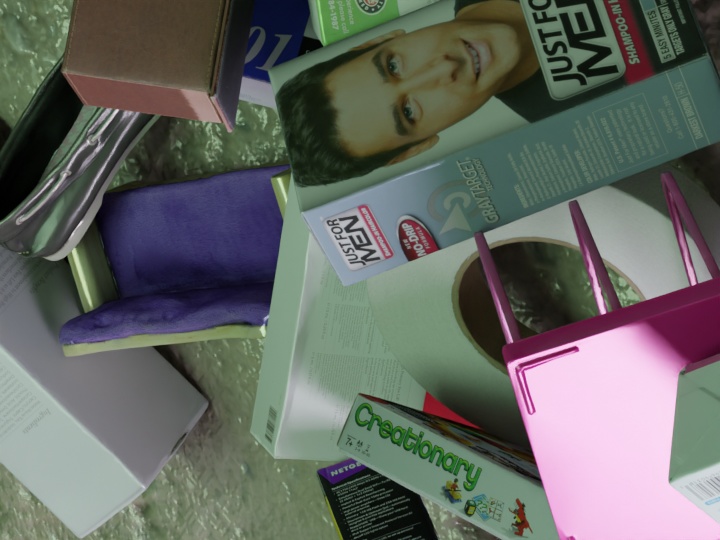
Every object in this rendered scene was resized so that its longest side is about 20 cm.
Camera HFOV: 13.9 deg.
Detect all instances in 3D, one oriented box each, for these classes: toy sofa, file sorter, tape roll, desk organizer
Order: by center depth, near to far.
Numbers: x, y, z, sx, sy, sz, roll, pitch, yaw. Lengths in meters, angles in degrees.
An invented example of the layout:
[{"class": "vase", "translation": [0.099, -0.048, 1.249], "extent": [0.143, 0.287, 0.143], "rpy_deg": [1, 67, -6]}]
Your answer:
[{"class": "file sorter", "translation": [0.165, 0.027, 1.356], "extent": [0.125, 0.200, 0.139], "rpy_deg": [-106, -2, -54]}, {"class": "desk organizer", "translation": [-0.087, -0.177, 1.447], "extent": [0.077, 0.072, 0.200], "rpy_deg": [8, 80, 6]}, {"class": "tape roll", "translation": [0.103, 0.013, 1.488], "extent": [0.202, 0.037, 0.203], "rpy_deg": [13, 135, 13]}, {"class": "toy sofa", "translation": [-0.090, -0.010, 1.675], "extent": [0.200, 0.098, 0.083], "rpy_deg": [-6, 103, 45]}]

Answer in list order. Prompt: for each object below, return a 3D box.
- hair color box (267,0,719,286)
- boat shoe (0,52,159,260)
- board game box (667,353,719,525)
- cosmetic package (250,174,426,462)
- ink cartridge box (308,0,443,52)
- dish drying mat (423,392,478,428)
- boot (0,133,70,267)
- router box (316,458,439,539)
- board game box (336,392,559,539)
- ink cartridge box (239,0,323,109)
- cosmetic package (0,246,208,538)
[{"class": "hair color box", "translation": [0.065, -0.079, 1.386], "extent": [0.061, 0.200, 0.099], "rpy_deg": [59, -168, -47]}, {"class": "boat shoe", "translation": [-0.154, -0.095, 1.676], "extent": [0.067, 0.057, 0.200], "rpy_deg": [41, 107, 43]}, {"class": "board game box", "translation": [0.251, 0.093, 1.272], "extent": [0.147, 0.064, 0.200], "rpy_deg": [-23, 132, 35]}, {"class": "cosmetic package", "translation": [0.000, 0.000, 1.569], "extent": [0.051, 0.082, 0.200], "rpy_deg": [-141, 59, -67]}, {"class": "ink cartridge box", "translation": [0.068, -0.184, 1.435], "extent": [0.067, 0.200, 0.117], "rpy_deg": [-113, 14, -75]}, {"class": "dish drying mat", "translation": [0.025, 0.086, 1.666], "extent": [0.200, 0.018, 0.077], "rpy_deg": [25, 123, 32]}, {"class": "boot", "translation": [-0.248, 0.005, 1.855], "extent": [0.186, 0.064, 0.200], "rpy_deg": [35, 132, 25]}, {"class": "router box", "translation": [0.042, 0.212, 1.570], "extent": [0.149, 0.051, 0.200], "rpy_deg": [-113, 2, -51]}, {"class": "board game box", "translation": [0.098, 0.121, 1.481], "extent": [0.200, 0.126, 0.035], "rpy_deg": [25, 94, 43]}, {"class": "ink cartridge box", "translation": [-0.014, -0.125, 1.497], "extent": [0.200, 0.094, 0.044], "rpy_deg": [14, 165, 4]}, {"class": "cosmetic package", "translation": [-0.196, 0.051, 1.751], "extent": [0.200, 0.102, 0.074], "rpy_deg": [47, 126, -6]}]
